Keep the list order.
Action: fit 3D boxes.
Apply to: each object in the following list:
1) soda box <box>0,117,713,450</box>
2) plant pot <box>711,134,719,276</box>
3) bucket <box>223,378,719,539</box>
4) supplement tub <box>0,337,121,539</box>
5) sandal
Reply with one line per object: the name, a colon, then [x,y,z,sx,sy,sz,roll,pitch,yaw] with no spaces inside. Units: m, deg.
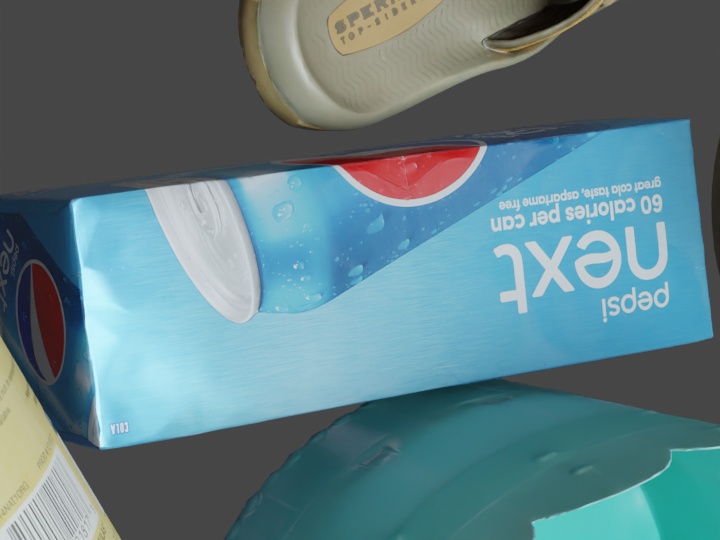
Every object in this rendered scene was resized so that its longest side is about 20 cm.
soda box: [0.000,0.000,0.713,0.199,0.064,0.068,-9,96,-29]
plant pot: [0.199,-0.020,0.705,0.186,0.200,0.188,0,91,4]
bucket: [0.056,0.129,0.694,0.206,0.135,0.208,-6,103,-28]
supplement tub: [-0.149,0.046,0.585,0.144,0.144,0.201,-35,107,-24]
sandal: [0.051,-0.104,0.742,0.200,0.054,0.081,-36,108,-29]
